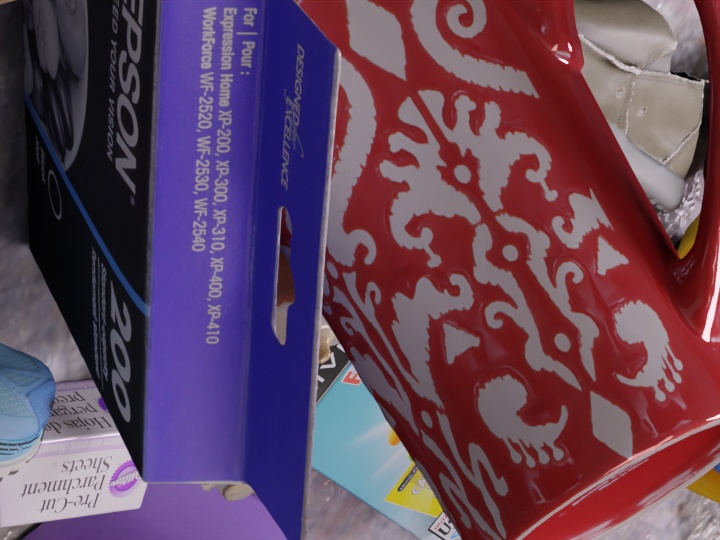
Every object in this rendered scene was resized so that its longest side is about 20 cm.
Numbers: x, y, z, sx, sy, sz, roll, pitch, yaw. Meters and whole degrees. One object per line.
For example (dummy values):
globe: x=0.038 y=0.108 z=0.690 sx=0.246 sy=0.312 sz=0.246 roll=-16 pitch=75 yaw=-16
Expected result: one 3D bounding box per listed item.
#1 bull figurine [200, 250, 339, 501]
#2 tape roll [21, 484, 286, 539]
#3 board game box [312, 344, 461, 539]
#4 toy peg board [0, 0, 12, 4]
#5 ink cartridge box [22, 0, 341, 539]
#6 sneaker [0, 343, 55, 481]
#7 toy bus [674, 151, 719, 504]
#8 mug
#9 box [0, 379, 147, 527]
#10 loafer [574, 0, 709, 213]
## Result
bull figurine: x=0.000 y=0.000 z=1.043 sx=0.199 sy=0.122 sz=0.065 roll=-22 pitch=149 yaw=3
tape roll: x=-0.093 y=0.185 z=1.162 sx=0.199 sy=0.066 sz=0.201 roll=-28 pitch=135 yaw=-31
board game box: x=0.026 y=0.024 z=1.175 sx=0.151 sy=0.047 sz=0.200 roll=-53 pitch=143 yaw=-1
toy peg board: x=-0.186 y=-0.167 z=0.789 sx=0.199 sy=0.098 sz=0.201 roll=-21 pitch=116 yaw=-35
ink cartridge box: x=-0.066 y=-0.035 z=0.910 sx=0.043 sy=0.200 sz=0.199 roll=-11 pitch=127 yaw=-21
sneaker: x=-0.161 y=0.006 z=0.944 sx=0.090 sy=0.078 sz=0.200 roll=-55 pitch=143 yaw=-3
toy bus: x=0.186 y=0.014 z=1.220 sx=0.192 sy=0.135 sz=0.201 roll=-28 pitch=140 yaw=-61
mug: x=0.050 y=-0.019 z=0.927 sx=0.133 sy=0.201 sz=0.178 roll=-15 pitch=159 yaw=-40
box: x=-0.162 y=0.073 z=1.022 sx=0.199 sy=0.039 sz=0.042 roll=-3 pitch=122 yaw=-45
loafer: x=0.085 y=-0.088 z=1.142 sx=0.200 sy=0.075 sz=0.070 roll=32 pitch=82 yaw=-57
